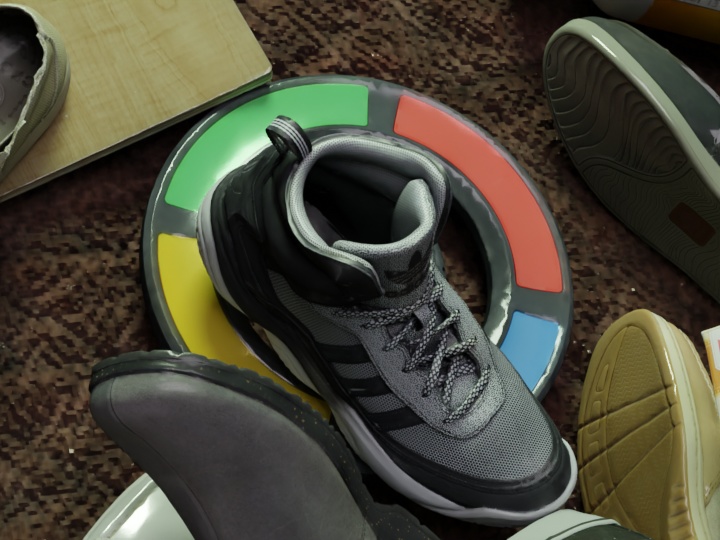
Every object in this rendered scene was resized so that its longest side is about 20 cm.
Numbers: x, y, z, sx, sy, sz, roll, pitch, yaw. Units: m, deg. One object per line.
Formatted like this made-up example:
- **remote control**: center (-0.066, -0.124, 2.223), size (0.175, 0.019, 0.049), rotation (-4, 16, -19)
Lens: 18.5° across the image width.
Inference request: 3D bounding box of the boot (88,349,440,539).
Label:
- **boot**: center (-0.039, 0.128, 0.846), size (0.200, 0.070, 0.132), rotation (40, 51, -31)

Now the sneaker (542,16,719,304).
- **sneaker**: center (0.179, -0.056, 1.060), size (0.200, 0.075, 0.106), rotation (48, 55, 1)

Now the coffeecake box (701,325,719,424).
- **coffeecake box**: center (0.217, 0.128, 0.916), size (0.073, 0.153, 0.201), rotation (-20, 61, 24)

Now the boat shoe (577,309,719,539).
- **boat shoe**: center (0.148, 0.114, 0.960), size (0.069, 0.074, 0.201), rotation (10, 58, -33)

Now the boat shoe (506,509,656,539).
- **boat shoe**: center (0.055, 0.151, 0.856), size (0.200, 0.063, 0.071), rotation (-30, 117, -40)

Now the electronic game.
- **electronic game**: center (0.000, 0.000, 0.987), size (0.199, 0.042, 0.201), rotation (7, 61, -12)

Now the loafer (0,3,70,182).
- **loafer**: center (-0.190, -0.039, 0.925), size (0.075, 0.068, 0.201), rotation (27, 67, 3)

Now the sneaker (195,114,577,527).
- **sneaker**: center (0.019, 0.021, 0.898), size (0.200, 0.114, 0.075), rotation (44, 65, 2)

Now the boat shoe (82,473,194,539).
- **boat shoe**: center (-0.096, 0.146, 0.864), size (0.071, 0.069, 0.200), rotation (29, 57, 3)

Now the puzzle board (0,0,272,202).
- **puzzle board**: center (-0.152, -0.138, 1.019), size (0.150, 0.017, 0.200), rotation (-26, 71, -15)

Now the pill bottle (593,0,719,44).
- **pill bottle**: center (0.176, -0.169, 1.090), size (0.199, 0.111, 0.112), rotation (13, 60, -9)
